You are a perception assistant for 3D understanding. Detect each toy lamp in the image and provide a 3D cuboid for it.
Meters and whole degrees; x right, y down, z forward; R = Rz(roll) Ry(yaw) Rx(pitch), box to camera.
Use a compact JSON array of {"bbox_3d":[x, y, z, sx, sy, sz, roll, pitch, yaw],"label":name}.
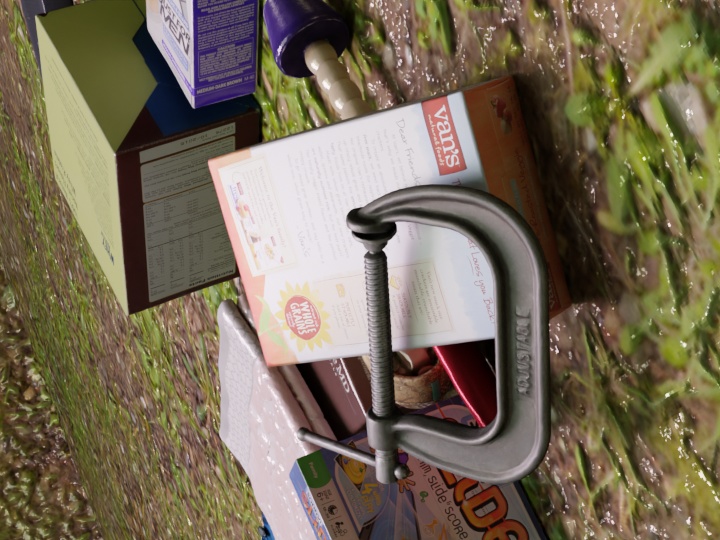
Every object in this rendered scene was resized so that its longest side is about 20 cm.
[{"bbox_3d":[-0.008,-0.109,0.932,0.201,0.058,0.058,61,158,28],"label":"toy lamp"}]

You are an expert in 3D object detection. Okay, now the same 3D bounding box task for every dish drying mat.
[{"bbox_3d":[0.045,0.026,0.907,0.201,0.018,0.077,61,-166,27],"label":"dish drying mat"}]

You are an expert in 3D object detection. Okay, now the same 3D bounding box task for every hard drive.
[{"bbox_3d":[-0.384,-0.316,1.751,0.135,0.042,0.202,26,131,63],"label":"hard drive"}]

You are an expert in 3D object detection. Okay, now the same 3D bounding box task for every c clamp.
[{"bbox_3d":[0.029,0.041,0.784,0.169,0.027,0.202,19,122,30],"label":"c clamp"}]

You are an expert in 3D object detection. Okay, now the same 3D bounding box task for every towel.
[{"bbox_3d":[-0.061,0.145,1.098,0.192,0.032,0.201,58,157,30],"label":"towel"}]

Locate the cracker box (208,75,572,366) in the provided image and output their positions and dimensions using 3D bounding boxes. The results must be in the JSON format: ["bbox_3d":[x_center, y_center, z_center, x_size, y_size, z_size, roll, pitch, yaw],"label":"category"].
[{"bbox_3d":[0.013,-0.024,0.829,0.198,0.057,0.136,-9,99,41],"label":"cracker box"}]

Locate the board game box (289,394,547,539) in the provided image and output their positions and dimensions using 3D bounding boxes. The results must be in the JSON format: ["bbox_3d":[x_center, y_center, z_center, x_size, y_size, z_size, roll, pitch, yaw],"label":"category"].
[{"bbox_3d":[0.055,0.192,0.913,0.201,0.134,0.035,63,159,19],"label":"board game box"}]

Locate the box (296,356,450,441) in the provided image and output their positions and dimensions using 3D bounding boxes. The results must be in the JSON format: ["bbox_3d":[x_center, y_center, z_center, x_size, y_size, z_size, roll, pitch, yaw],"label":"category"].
[{"bbox_3d":[-0.009,0.080,1.072,0.101,0.074,0.200,66,157,13],"label":"box"}]

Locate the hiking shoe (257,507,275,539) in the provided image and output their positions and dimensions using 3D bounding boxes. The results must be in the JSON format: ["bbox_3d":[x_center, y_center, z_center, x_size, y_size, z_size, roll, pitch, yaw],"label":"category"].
[{"bbox_3d":[-0.085,0.324,1.452,0.074,0.086,0.202,35,139,58],"label":"hiking shoe"}]

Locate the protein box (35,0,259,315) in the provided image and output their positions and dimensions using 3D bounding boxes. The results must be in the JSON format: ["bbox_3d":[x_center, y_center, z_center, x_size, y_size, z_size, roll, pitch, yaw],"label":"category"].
[{"bbox_3d":[-0.190,-0.111,1.288,0.199,0.134,0.201,55,154,35],"label":"protein box"}]

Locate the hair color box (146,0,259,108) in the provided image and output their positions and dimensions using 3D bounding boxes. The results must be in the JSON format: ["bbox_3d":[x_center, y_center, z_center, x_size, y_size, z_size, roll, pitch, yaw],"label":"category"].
[{"bbox_3d":[-0.126,-0.241,1.118,0.110,0.064,0.201,57,154,35],"label":"hair color box"}]

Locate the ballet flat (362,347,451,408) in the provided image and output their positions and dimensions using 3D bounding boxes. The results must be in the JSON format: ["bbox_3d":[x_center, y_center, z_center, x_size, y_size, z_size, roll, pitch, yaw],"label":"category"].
[{"bbox_3d":[0.000,0.000,0.956,0.201,0.070,0.065,52,168,8],"label":"ballet flat"}]
